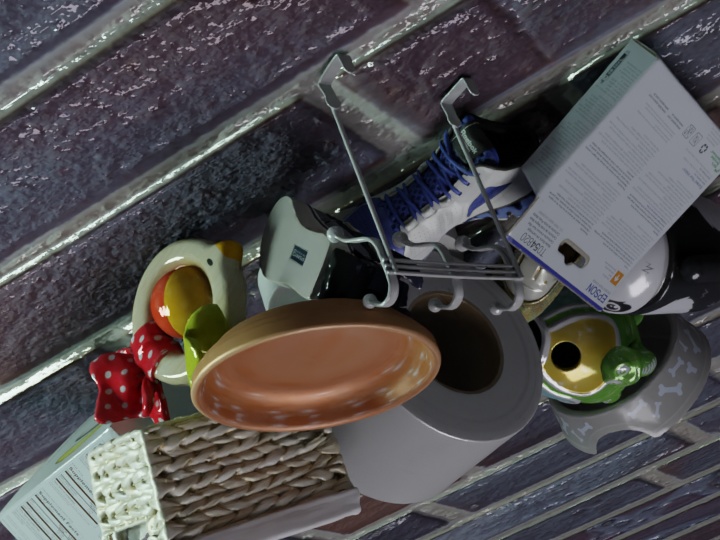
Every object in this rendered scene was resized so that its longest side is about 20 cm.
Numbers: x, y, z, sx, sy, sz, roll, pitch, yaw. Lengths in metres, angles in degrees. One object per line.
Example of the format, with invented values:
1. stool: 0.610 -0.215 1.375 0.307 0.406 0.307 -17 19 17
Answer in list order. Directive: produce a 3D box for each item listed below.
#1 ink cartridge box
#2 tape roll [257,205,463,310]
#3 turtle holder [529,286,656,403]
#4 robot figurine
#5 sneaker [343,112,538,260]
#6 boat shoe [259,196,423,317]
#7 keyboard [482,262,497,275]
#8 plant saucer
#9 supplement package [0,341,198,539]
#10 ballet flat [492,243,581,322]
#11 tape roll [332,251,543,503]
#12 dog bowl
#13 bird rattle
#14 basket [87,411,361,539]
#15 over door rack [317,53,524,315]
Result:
1. ink cartridge box: 0.226 -0.079 1.303 0.200 0.041 0.200 -50 141 6
2. tape roll: 0.000 0.000 1.417 0.202 0.037 0.203 -15 155 -7
3. turtle holder: 0.227 0.087 1.575 0.131 0.186 0.141 3 130 -38
4. robot figurine: 0.299 -0.015 1.484 0.200 0.125 0.150 -1 150 -37
5. sneaker: 0.074 -0.080 1.276 0.199 0.081 0.115 -24 151 -5
6. boat shoe: -0.018 -0.005 1.226 0.093 0.200 0.075 18 101 -22
7. keyboard: 0.097 0.032 1.533 0.127 0.021 0.200 -12 166 -38
8. plant saucer: -0.037 0.073 1.163 0.200 0.038 0.200 -8 152 -4
9. supplement package: -0.210 0.200 1.453 0.200 0.147 0.191 -38 -172 34
10. ballet flat: 0.185 -0.027 1.397 0.200 0.071 0.071 -51 145 13
11. tape roll: 0.052 0.100 1.376 0.202 0.203 0.139 0 150 -34
12. dog bowl: 0.301 0.115 1.686 0.200 0.200 0.059 -30 121 23
13. bird rattle: -0.151 0.055 1.283 0.112 0.164 0.200 14 163 -39
14. basket: -0.122 0.185 1.273 0.200 0.124 0.135 -10 170 -36
15. over door rack: 0.042 -0.060 1.153 0.147 0.201 0.067 3 157 -40
